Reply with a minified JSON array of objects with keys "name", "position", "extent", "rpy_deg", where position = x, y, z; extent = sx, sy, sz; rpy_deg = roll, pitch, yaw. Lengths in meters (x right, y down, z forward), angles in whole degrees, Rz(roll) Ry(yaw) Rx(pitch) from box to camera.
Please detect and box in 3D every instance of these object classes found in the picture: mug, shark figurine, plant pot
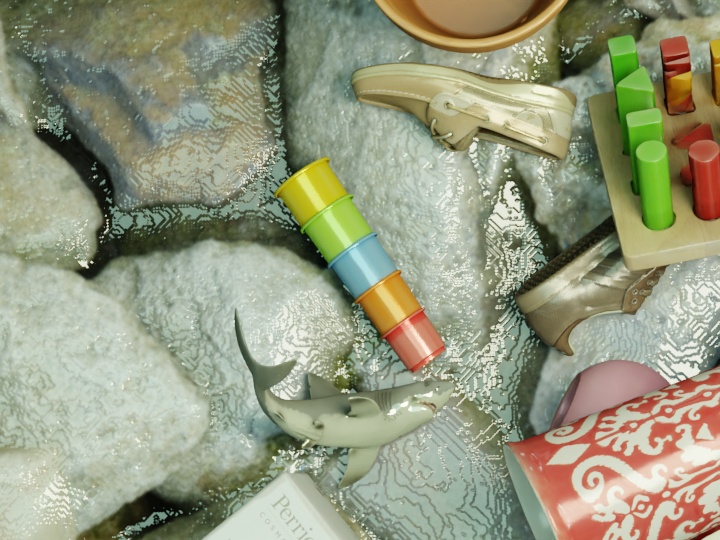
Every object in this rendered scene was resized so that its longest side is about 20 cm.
[{"name":"mug","position":[0.230,0.165,1.547],"extent":[0.199,0.178,0.134],"rpy_deg":[-24,66,-4]},{"name":"shark figurine","position":[-0.039,0.108,1.689],"extent":[0.128,0.214,0.090],"rpy_deg":[-54,40,26]},{"name":"plant pot","position":[0.098,-0.277,1.692],"extent":[0.199,0.140,0.201],"rpy_deg":[-1,85,6]}]

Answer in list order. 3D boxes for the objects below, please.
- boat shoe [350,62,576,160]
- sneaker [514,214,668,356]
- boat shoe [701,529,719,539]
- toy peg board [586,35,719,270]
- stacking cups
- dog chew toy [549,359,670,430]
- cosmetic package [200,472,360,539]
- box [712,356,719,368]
[{"name":"boat shoe","position":[0.087,-0.138,1.714],"extent":[0.199,0.071,0.065],"rpy_deg":[9,84,5]},{"name":"sneaker","position":[0.231,-0.005,1.701],"extent":[0.200,0.070,0.076],"rpy_deg":[-34,101,4]},{"name":"boat shoe","position":[0.341,0.213,1.520],"extent":[0.199,0.075,0.066],"rpy_deg":[-23,51,-11]},{"name":"toy peg board","position":[0.297,-0.120,1.629],"extent":[0.198,0.098,0.201],"rpy_deg":[-11,47,5]},{"name":"stacking cups","position":[0.000,0.000,1.716],"extent":[0.060,0.061,0.201],"rpy_deg":[-32,84,1]},{"name":"dog chew toy","position":[0.260,0.158,1.649],"extent":[0.199,0.125,0.125],"rpy_deg":[26,87,0]},{"name":"cosmetic package","position":[-0.079,0.293,1.639],"extent":[0.200,0.166,0.168],"rpy_deg":[-40,82,-1]},{"name":"box","position":[0.406,0.088,1.623],"extent":[0.200,0.104,0.148],"rpy_deg":[33,63,6]}]
